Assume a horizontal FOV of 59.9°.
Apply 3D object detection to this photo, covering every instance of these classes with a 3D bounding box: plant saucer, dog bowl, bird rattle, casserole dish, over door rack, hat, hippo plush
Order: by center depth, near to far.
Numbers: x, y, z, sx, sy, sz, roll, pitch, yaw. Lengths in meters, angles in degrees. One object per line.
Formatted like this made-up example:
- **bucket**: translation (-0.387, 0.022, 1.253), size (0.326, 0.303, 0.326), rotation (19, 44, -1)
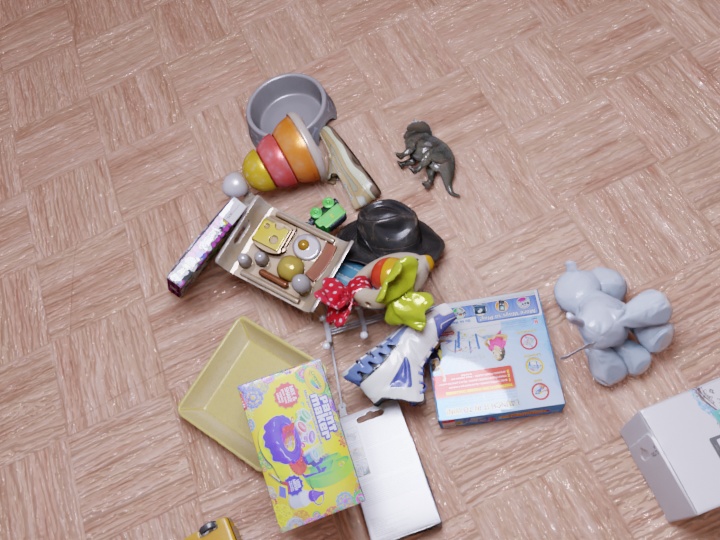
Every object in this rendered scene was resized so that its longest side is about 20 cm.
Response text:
- **bird rattle**: translation (0.034, 0.030, 1.000), size (0.200, 0.113, 0.163), rotation (-9, 27, 44)
- **hippo plush**: translation (0.376, 0.078, 1.004), size (0.200, 0.160, 0.161), rotation (-9, 31, -10)
- **over door rack**: translation (0.017, 0.144, 1.060), size (0.147, 0.067, 0.200), rotation (-16, 62, 4)
- **plant saucer**: translation (-0.180, 0.209, 1.073), size (0.200, 0.048, 0.200), rotation (27, 76, 23)
- **casserole dish**: translation (0.000, 0.000, 1.117), size (0.200, 0.039, 0.121), rotation (25, 48, 30)
- **hat**: translation (0.054, -0.079, 1.120), size (0.200, 0.081, 0.201), rotation (1, 35, 0)
- **dog bowl**: translation (-0.153, -0.337, 1.335), size (0.200, 0.059, 0.201), rotation (-4, 64, 8)

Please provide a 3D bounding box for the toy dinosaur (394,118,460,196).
- **toy dinosaur**: translation (0.133, -0.225, 1.214), size (0.102, 0.077, 0.200), rotation (-43, 61, -3)

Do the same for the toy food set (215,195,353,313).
- **toy food set**: translation (-0.131, -0.031, 1.077), size (0.200, 0.060, 0.144), rotation (27, 78, 12)

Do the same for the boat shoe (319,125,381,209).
- **boat shoe**: translation (-0.040, -0.205, 1.247), size (0.076, 0.072, 0.200), rotation (-38, 61, 9)

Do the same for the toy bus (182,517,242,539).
- **toy bus**: translation (-0.272, 0.457, 0.956), size (0.200, 0.078, 0.065), rotation (-30, 61, -4)

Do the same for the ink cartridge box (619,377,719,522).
- **ink cartridge box**: translation (0.500, 0.241, 0.873), size (0.200, 0.147, 0.146), rotation (-22, 63, 1)

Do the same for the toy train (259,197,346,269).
- **toy train**: translation (-0.107, -0.057, 1.140), size (0.200, 0.042, 0.056), rotation (-41, 75, -10)

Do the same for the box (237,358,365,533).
- **box**: translation (-0.092, 0.245, 0.918), size (0.122, 0.193, 0.200), rotation (-17, 83, -12)

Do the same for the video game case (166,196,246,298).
- **video game case**: translation (-0.285, -0.037, 1.143), size (0.036, 0.200, 0.181), rotation (38, 73, -8)

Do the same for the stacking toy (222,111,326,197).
- **stacking toy**: translation (-0.177, -0.201, 1.205), size (0.200, 0.146, 0.146), rotation (-29, 62, -5)

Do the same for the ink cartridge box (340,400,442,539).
- **ink cartridge box**: translation (0.044, 0.314, 0.981), size (0.109, 0.050, 0.200), rotation (-20, 61, 2)

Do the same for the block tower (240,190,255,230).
- **block tower**: translation (-0.181, -0.062, 1.207), size (0.058, 0.054, 0.200), rotation (-33, 62, -7)

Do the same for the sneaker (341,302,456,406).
- **sneaker**: translation (0.080, 0.148, 0.992), size (0.199, 0.081, 0.115), rotation (-36, 87, -8)

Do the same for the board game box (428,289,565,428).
- **board game box**: translation (0.212, 0.144, 1.028), size (0.199, 0.056, 0.196), rotation (-9, 63, 7)
